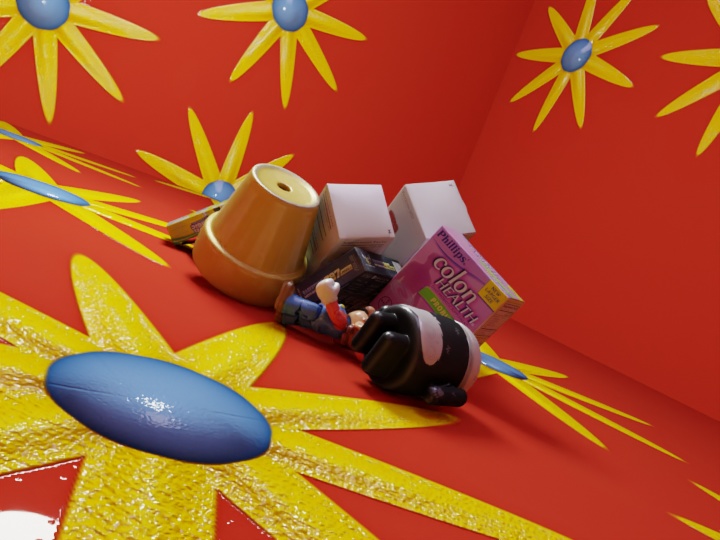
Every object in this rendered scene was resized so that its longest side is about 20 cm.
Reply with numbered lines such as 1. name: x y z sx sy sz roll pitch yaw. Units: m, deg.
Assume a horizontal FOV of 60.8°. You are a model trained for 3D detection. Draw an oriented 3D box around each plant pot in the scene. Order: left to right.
1. plant pot: -0.167 -0.072 1.073 0.199 0.190 0.201 25 26 -13

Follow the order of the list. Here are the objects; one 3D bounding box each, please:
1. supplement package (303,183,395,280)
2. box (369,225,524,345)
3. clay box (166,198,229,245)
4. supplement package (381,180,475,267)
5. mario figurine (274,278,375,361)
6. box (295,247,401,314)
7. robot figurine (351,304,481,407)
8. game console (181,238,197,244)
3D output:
1. supplement package: -0.035 -0.060 1.128 0.113 0.111 0.200 -2 -25 -26
2. box: 0.149 0.058 1.079 0.176 0.200 0.096 52 18 26
3. clay box: -0.318 -0.117 1.335 0.198 0.048 0.115 -22 13 -11
4. supplement package: 0.114 -0.072 1.219 0.119 0.122 0.200 -8 -23 -27
5. mario figurine: -0.032 0.072 0.988 0.198 0.107 0.123 21 3 3
6. box: -0.020 0.029 1.107 0.200 0.157 0.051 14 47 -63
7. robot figurine: 0.083 0.121 0.885 0.199 0.152 0.124 18 -23 -38
8. game console: -0.266 -0.033 1.313 0.173 0.119 0.199 53 -22 -18
